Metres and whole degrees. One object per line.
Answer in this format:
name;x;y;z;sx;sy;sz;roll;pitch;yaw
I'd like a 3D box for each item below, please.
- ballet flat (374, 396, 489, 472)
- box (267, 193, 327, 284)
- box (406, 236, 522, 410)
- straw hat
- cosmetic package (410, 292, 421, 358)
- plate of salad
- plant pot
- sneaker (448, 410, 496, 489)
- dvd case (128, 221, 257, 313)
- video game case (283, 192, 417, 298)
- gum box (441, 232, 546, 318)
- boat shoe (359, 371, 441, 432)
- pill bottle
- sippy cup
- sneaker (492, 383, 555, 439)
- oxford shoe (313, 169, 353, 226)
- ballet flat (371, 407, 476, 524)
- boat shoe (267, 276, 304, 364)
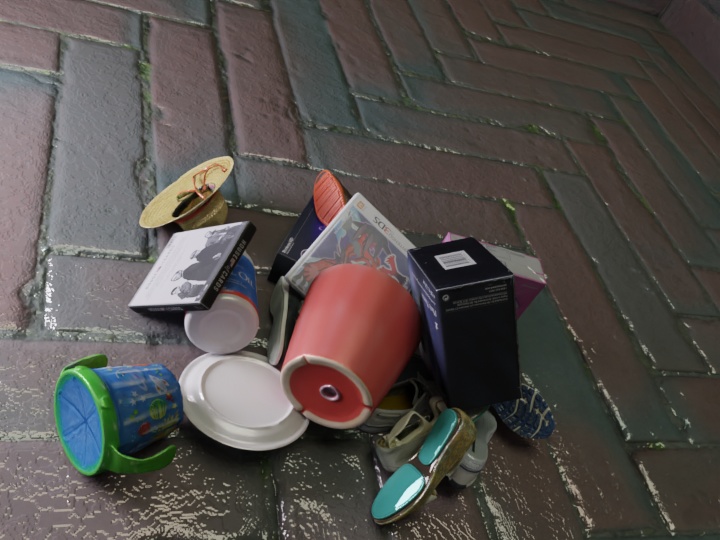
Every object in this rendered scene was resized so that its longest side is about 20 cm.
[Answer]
ballet flat;0.110;0.230;1.068;0.199;0.067;0.064;-33;103;-11
box;-0.067;-0.037;1.300;0.140;0.079;0.201;24;41;0
box;0.157;0.078;1.086;0.122;0.200;0.200;-11;19;-5
straw hat;-0.284;-0.109;1.246;0.085;0.200;0.202;59;30;-31
cosmetic package;0.144;0.073;1.301;0.104;0.071;0.201;21;42;-8
plate of salad;-0.170;0.192;1.031;0.198;0.048;0.201;16;32;-10
plant pot;-0.020;0.121;1.041;0.199;0.201;0.178;28;41;1
sneaker;0.167;0.273;1.119;0.073;0.071;0.200;32;20;8
dvd case;-0.258;-0.003;1.067;0.025;0.199;0.151;46;55;-33
video game case;0.000;0.000;1.188;0.182;0.023;0.200;43;72;-9
gum box;0.214;0.014;1.256;0.198;0.114;0.066;15;43;-16
boat shoe;0.088;0.201;1.132;0.200;0.086;0.075;-3;49;-29
pill bottle;-0.221;0.027;1.117;0.111;0.113;0.201;9;33;-19
sippy cup;-0.310;0.183;0.922;0.130;0.139;0.179;-10;75;-47
sneaker;0.249;0.209;1.206;0.200;0.077;0.085;38;9;16
oxford shoe;-0.026;-0.100;1.288;0.072;0.071;0.201;8;48;-47
ballet flat;0.098;0.290;1.006;0.071;0.201;0.071;37;-1;1
boat shoe;-0.112;0.082;1.146;0.060;0.076;0.201;21;35;-17
